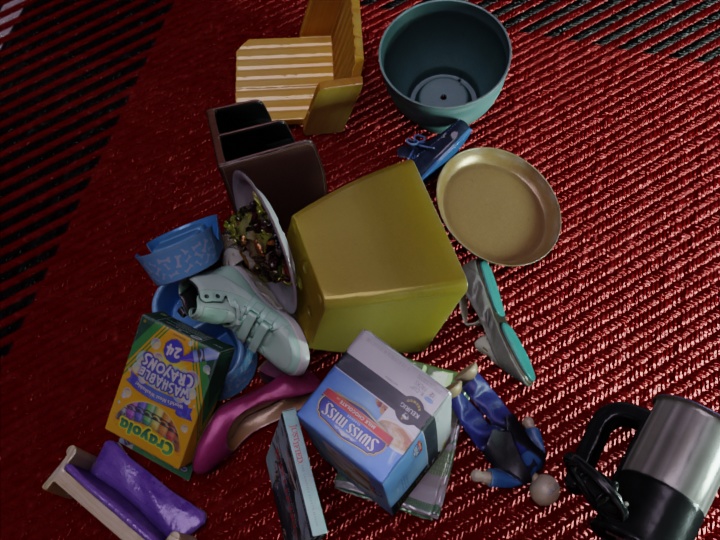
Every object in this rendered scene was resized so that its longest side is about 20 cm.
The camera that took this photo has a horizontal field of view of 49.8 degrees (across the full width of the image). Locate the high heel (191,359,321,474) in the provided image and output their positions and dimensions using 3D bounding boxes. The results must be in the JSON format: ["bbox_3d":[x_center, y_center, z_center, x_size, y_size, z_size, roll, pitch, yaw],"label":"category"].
[{"bbox_3d":[-0.138,0.206,1.051,0.096,0.068,0.201,26,67,27],"label":"high heel"}]

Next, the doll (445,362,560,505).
[{"bbox_3d":[0.183,0.224,1.007,0.200,0.048,0.136,50,52,2],"label":"doll"}]

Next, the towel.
[{"bbox_3d":[0.061,0.218,1.052,0.148,0.031,0.202,15,68,11],"label":"towel"}]

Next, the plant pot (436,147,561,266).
[{"bbox_3d":[0.201,-0.092,1.149,0.198,0.028,0.202,7,63,-13],"label":"plant pot"}]

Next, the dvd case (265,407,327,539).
[{"bbox_3d":[-0.083,0.270,0.951,0.022,0.200,0.147,-9,65,-19],"label":"dvd case"}]

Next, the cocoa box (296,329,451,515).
[{"bbox_3d":[0.023,0.192,0.944,0.133,0.200,0.131,35,72,21],"label":"cocoa box"}]

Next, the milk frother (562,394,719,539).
[{"bbox_3d":[0.346,0.231,0.928,0.179,0.200,0.189,28,71,20],"label":"milk frother"}]

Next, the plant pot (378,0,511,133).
[{"bbox_3d":[0.131,-0.300,1.216,0.198,0.134,0.202,-2,66,5],"label":"plant pot"}]

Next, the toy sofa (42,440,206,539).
[{"bbox_3d":[-0.306,0.305,1.018,0.199,0.083,0.098,32,74,18],"label":"toy sofa"}]

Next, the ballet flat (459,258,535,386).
[{"bbox_3d":[0.183,0.080,1.093,0.063,0.067,0.202,-29,63,22],"label":"ballet flat"}]

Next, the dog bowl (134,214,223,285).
[{"bbox_3d":[-0.248,-0.029,1.093,0.111,0.200,0.050,-22,103,-1],"label":"dog bowl"}]

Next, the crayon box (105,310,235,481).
[{"bbox_3d":[-0.260,0.173,1.039,0.125,0.052,0.202,23,99,16],"label":"crayon box"}]

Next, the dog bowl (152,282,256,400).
[{"bbox_3d":[-0.229,0.088,1.116,0.111,0.050,0.201,-31,68,-8],"label":"dog bowl"}]

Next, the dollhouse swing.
[{"bbox_3d":[-0.104,-0.343,1.247,0.174,0.182,0.202,4,65,-15],"label":"dollhouse swing"}]

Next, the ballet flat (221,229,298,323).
[{"bbox_3d":[-0.152,0.011,1.135,0.200,0.068,0.075,39,40,17],"label":"ballet flat"}]

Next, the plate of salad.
[{"bbox_3d":[-0.135,-0.033,1.018,0.048,0.201,0.201,-22,65,-18],"label":"plate of salad"}]

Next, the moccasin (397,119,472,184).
[{"bbox_3d":[0.076,-0.160,1.158,0.200,0.080,0.068,-42,82,8],"label":"moccasin"}]

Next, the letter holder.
[{"bbox_3d":[-0.128,-0.150,1.135,0.141,0.201,0.101,-15,62,-4],"label":"letter holder"}]

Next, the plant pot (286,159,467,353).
[{"bbox_3d":[0.000,0.000,1.034,0.175,0.200,0.201,-12,64,-21],"label":"plant pot"}]

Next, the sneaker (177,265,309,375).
[{"bbox_3d":[-0.162,0.075,1.028,0.200,0.118,0.074,43,121,26],"label":"sneaker"}]
